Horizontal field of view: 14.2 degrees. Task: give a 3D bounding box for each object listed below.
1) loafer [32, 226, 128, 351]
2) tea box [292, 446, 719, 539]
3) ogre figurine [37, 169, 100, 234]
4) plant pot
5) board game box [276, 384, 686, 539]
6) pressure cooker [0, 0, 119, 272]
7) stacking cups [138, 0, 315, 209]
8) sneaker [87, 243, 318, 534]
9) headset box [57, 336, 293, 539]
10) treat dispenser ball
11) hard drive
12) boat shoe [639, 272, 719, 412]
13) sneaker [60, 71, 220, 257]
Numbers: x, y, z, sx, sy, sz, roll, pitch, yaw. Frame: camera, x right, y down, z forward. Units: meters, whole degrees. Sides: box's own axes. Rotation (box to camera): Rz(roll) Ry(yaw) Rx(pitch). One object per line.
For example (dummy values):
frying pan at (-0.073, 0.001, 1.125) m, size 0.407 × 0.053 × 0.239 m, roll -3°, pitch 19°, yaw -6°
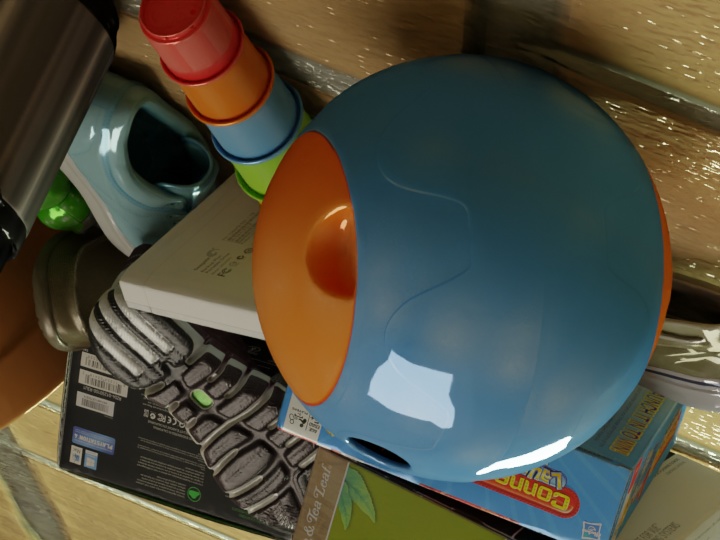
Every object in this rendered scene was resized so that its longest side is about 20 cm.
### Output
loafer at (-0.132, 0.000, 1.793) m, size 0.067 × 0.077 × 0.200 m, roll -10°, pitch -172°, yaw 30°
tea box at (0.085, 0.167, 1.669) m, size 0.196 × 0.134 × 0.200 m, roll 26°, pitch -156°, yaw 21°
ogre figurine at (-0.225, -0.080, 1.731) m, size 0.120 × 0.098 × 0.201 m, roll 34°, pitch 158°, yaw 38°
plant pot at (-0.271, 0.001, 1.909) m, size 0.199 × 0.200 × 0.140 m, roll 3°, pitch 137°, yaw 52°
board game box at (0.077, 0.070, 1.637) m, size 0.195 × 0.056 × 0.200 m, roll 21°, pitch -160°, yaw 12°
pressure cooker at (-0.237, -0.083, 1.525) m, size 0.178 × 0.201 × 0.176 m, roll 16°, pitch 163°, yaw 28°
stacking cups at (-0.065, -0.086, 1.522) m, size 0.060 × 0.061 × 0.200 m, roll 15°, pitch 161°, yaw 30°
sneaker at (-0.071, 0.057, 1.709) m, size 0.075 × 0.116 × 0.200 m, roll -32°, pitch 113°, yaw 25°
headset box at (-0.069, 0.082, 1.864) m, size 0.173 × 0.093 × 0.200 m, roll 16°, pitch -161°, yaw 21°
treat dispenser ball at (0.048, -0.002, 1.372) m, size 0.200 × 0.202 × 0.201 m, roll 22°, pitch 164°, yaw 7°
hard drive at (-0.018, -0.006, 1.594) m, size 0.199 × 0.132 × 0.027 m, roll 11°, pitch 131°, yaw 37°
boat shoe at (0.137, 0.019, 1.585) m, size 0.199 × 0.072 × 0.062 m, roll 15°, pitch 133°, yaw 33°
sneaker at (-0.113, -0.047, 1.694) m, size 0.082 × 0.074 × 0.200 m, roll 18°, pitch 164°, yaw 37°
